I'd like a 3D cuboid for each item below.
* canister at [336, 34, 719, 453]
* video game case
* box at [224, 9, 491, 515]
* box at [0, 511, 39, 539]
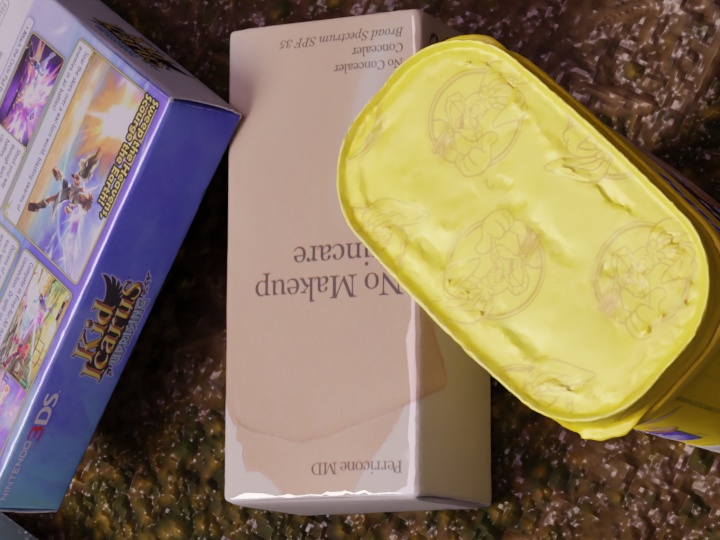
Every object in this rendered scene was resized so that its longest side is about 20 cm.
[{"bbox_3d":[0.093,-0.001,0.897,0.149,0.200,0.087,45,101,24],"label":"canister"},{"bbox_3d":[-0.155,-0.025,1.064,0.181,0.045,0.200,40,111,41],"label":"video game case"},{"bbox_3d":[0.000,0.000,1.008,0.095,0.078,0.200,-5,79,24],"label":"box"},{"bbox_3d":[-0.254,0.130,1.089,0.200,0.038,0.137,31,59,26],"label":"box"}]
